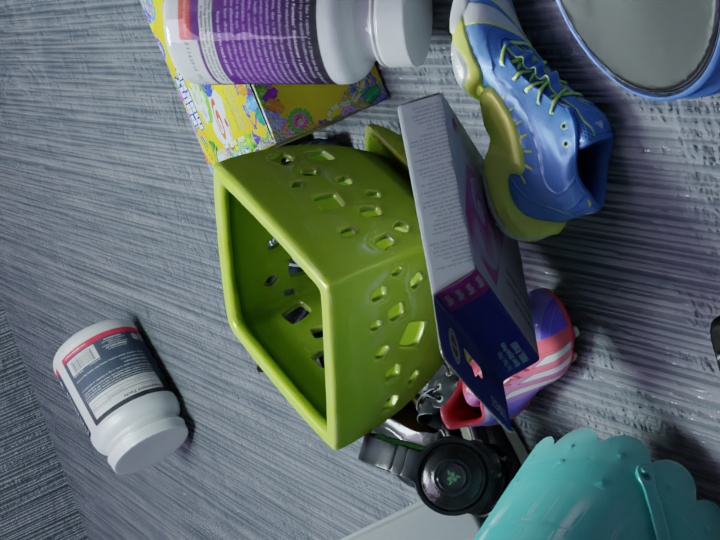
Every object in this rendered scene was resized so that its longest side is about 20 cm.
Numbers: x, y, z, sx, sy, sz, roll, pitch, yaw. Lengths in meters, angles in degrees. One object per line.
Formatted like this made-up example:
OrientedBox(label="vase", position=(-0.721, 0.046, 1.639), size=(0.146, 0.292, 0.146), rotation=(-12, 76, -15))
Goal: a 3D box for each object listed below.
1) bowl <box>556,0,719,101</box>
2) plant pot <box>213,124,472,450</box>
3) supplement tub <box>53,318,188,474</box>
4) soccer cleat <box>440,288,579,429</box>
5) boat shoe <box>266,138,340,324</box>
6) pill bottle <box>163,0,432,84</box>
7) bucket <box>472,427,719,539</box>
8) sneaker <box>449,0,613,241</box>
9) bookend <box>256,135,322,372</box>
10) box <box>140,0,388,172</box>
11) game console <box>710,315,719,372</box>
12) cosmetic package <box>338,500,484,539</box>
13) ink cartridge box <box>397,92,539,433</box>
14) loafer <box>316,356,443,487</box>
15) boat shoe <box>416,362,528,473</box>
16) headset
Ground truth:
OrientedBox(label="bowl", position=(0.179, -0.201, 1.046), size=(0.201, 0.039, 0.201), rotation=(47, 150, 38))
OrientedBox(label="plant pot", position=(0.000, 0.000, 1.451), size=(0.199, 0.181, 0.200), rotation=(47, 151, 40))
OrientedBox(label="supplement tub", position=(-0.355, 0.185, 2.466), size=(0.200, 0.140, 0.140), rotation=(58, 156, 21))
OrientedBox(label="soccer cleat", position=(0.123, 0.081, 1.392), size=(0.067, 0.076, 0.200), rotation=(59, 157, 17))
OrientedBox(label="boat shoe", position=(-0.055, -0.030, 1.596), size=(0.062, 0.075, 0.200), rotation=(-8, 63, 72))
OrientedBox(label="pill bottle", position=(-0.048, -0.206, 1.345), size=(0.200, 0.111, 0.111), rotation=(2, 123, 19))
OrientedBox(label="bucket", position=(0.175, 0.240, 1.269), size=(0.207, 0.135, 0.207), rotation=(22, 134, 25))
OrientedBox(label="sneaker", position=(0.133, -0.124, 1.208), size=(0.105, 0.076, 0.200), rotation=(-10, 96, 40))
OrientedBox(label="bookend", position=(-0.081, -0.016, 1.730), size=(0.200, 0.092, 0.199), rotation=(66, 158, 4))
OrientedBox(label="box", position=(-0.097, -0.214, 1.538), size=(0.193, 0.122, 0.200), rotation=(-11, 102, 67))
OrientedBox(label="game console", position=(0.312, 0.111, 1.074), size=(0.200, 0.031, 0.177), rotation=(-4, 103, 66))
OrientedBox(label="cosmetic package", position=(0.069, 0.323, 1.571), size=(0.200, 0.166, 0.167), rotation=(63, -178, 9))
OrientedBox(label="ink cartridge box", position=(0.088, -0.002, 1.240), size=(0.196, 0.043, 0.200), rotation=(48, -151, -61))
OrientedBox(label="loafer", position=(0.023, 0.129, 1.683), size=(0.200, 0.073, 0.072), rotation=(41, 139, 30))
OrientedBox(label="boat shoe", position=(0.086, 0.132, 1.536), size=(0.199, 0.066, 0.075), rotation=(61, 157, 13))
OrientedBox(label="headset", position=(0.097, 0.165, 1.428), size=(0.200, 0.123, 0.094), rotation=(16, 88, 27))
